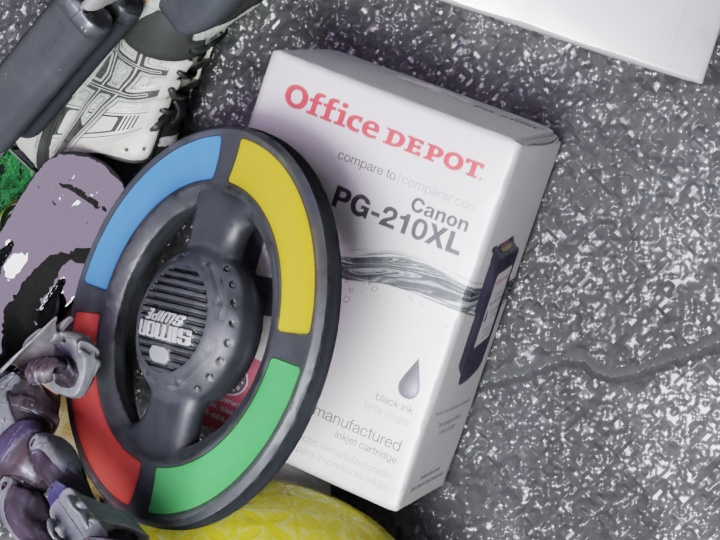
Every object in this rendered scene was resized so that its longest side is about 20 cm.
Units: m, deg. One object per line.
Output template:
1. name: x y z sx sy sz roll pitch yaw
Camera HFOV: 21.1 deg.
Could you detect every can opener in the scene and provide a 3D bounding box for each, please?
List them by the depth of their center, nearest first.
1. can opener: -0.125 -0.114 0.970 0.067 0.053 0.200 50 128 2

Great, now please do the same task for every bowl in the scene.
1. bowl: -0.056 0.160 1.009 0.199 0.200 0.108 -12 59 20

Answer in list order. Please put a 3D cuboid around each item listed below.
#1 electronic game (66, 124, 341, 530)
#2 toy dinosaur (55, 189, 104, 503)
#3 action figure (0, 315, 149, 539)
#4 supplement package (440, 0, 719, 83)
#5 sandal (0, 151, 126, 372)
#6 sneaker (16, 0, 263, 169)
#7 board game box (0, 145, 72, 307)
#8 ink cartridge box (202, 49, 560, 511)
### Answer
1. electronic game: -0.081 0.027 0.949 0.199 0.041 0.201 -17 66 42
2. toy dinosaur: -0.182 0.057 1.083 0.100 0.058 0.202 -4 94 4
3. action figure: -0.159 0.097 0.937 0.131 0.069 0.200 -57 44 15
4. supplement package: 0.083 -0.178 0.919 0.199 0.120 0.122 18 100 2
5. sandal: -0.191 0.027 1.029 0.075 0.045 0.201 29 95 -1
6. sneaker: -0.110 -0.106 1.045 0.199 0.076 0.088 -26 97 37
7. board game box: -0.220 0.037 1.125 0.105 0.023 0.200 42 107 14
8. ink cartridge box: 0.000 0.000 1.007 0.144 0.084 0.201 22 101 18
